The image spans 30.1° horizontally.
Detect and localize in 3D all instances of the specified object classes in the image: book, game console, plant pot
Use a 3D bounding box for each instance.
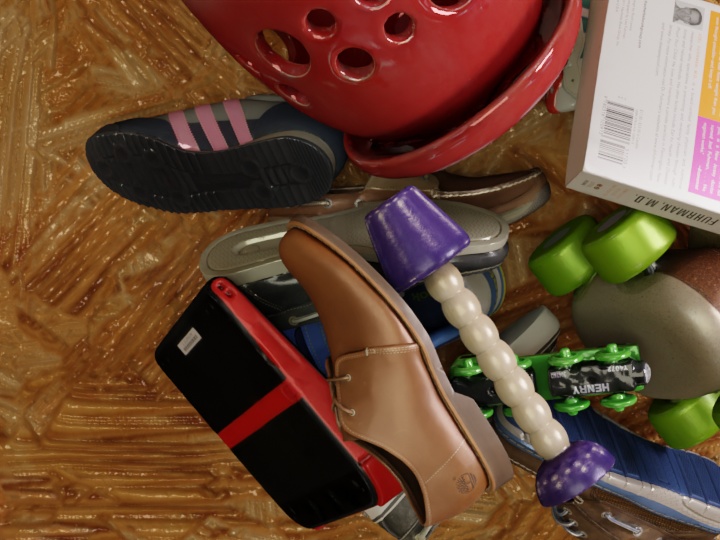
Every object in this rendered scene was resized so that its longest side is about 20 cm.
[{"bbox_3d":[0.227,-0.085,0.803,0.199,0.048,0.134,17,68,-11],"label":"book"},{"bbox_3d":[-0.058,0.094,0.893,0.031,0.200,0.177,-40,89,-25],"label":"game console"},{"bbox_3d":[0.017,-0.170,0.807,0.200,0.201,0.183,-36,118,12],"label":"plant pot"}]

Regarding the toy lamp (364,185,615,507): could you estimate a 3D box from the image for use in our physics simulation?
[{"bbox_3d":[0.071,0.042,0.781,0.058,0.058,0.201,-33,90,12],"label":"toy lamp"}]

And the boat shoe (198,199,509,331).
[{"bbox_3d":[0.000,0.000,0.860,0.199,0.072,0.068,-9,119,12],"label":"boat shoe"}]

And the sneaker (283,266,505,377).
[{"bbox_3d":[0.001,0.034,0.919,0.199,0.082,0.074,-22,98,12],"label":"sneaker"}]

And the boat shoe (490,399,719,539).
[{"bbox_3d":[0.164,0.147,0.898,0.199,0.072,0.073,24,119,-18],"label":"boat shoe"}]

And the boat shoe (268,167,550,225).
[{"bbox_3d":[0.028,-0.046,0.907,0.199,0.076,0.072,-13,95,8],"label":"boat shoe"}]

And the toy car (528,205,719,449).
[{"bbox_3d":[0.244,-0.009,0.875,0.200,0.158,0.165,-41,96,-17],"label":"toy car"}]

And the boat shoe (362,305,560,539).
[{"bbox_3d":[0.080,0.111,0.931,0.064,0.071,0.200,39,110,0],"label":"boat shoe"}]

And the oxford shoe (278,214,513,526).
[{"bbox_3d":[0.006,0.058,0.780,0.071,0.071,0.201,-34,87,-15],"label":"oxford shoe"}]

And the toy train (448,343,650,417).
[{"bbox_3d":[0.082,0.071,0.843,0.199,0.056,0.042,-7,99,16],"label":"toy train"}]

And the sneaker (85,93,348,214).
[{"bbox_3d":[-0.094,-0.087,0.927,0.199,0.082,0.070,4,132,25],"label":"sneaker"}]

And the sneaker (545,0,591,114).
[{"bbox_3d":[0.149,-0.151,0.872,0.093,0.070,0.200,-33,96,6],"label":"sneaker"}]
